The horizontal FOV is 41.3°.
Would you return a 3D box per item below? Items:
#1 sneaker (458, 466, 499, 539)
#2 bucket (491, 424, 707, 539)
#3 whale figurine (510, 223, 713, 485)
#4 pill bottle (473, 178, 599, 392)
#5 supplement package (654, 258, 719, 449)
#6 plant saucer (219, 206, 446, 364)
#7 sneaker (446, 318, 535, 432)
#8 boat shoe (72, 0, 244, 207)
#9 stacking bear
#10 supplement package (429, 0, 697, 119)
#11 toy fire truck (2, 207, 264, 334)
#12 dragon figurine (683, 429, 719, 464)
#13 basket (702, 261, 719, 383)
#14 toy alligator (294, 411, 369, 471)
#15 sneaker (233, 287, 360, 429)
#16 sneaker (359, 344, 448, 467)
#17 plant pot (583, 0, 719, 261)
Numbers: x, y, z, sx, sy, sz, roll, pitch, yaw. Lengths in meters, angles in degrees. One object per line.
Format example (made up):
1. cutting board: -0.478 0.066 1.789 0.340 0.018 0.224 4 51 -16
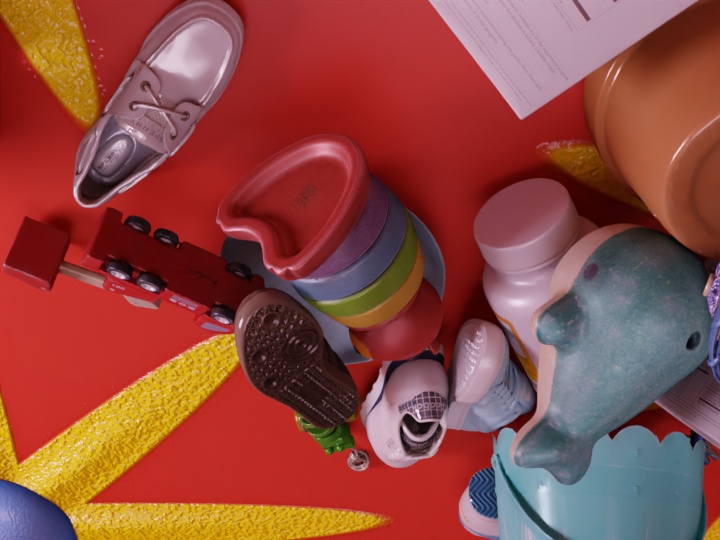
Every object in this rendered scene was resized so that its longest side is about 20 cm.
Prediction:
1. sneaker: 0.203 0.256 1.026 0.197 0.077 0.081 9 146 -6
2. bucket: 0.221 0.225 0.890 0.204 0.137 0.208 4 162 1
3. whale figurine: 0.188 0.068 0.700 0.158 0.103 0.202 28 88 -37
4. pill bottle: 0.169 0.024 0.808 0.110 0.112 0.201 -20 126 17
5. supplement package: 0.353 0.066 0.758 0.151 0.151 0.201 33 93 -26
6. plant saucer: -0.025 -0.002 0.840 0.198 0.039 0.203 1 128 1
7. sneaker: 0.123 0.097 0.868 0.081 0.075 0.200 6 159 -1
8. boat shoe: -0.156 -0.118 0.729 0.070 0.070 0.200 32 123 -21
9. stacking bear: 0.000 0.000 0.749 0.114 0.121 0.200 -46 133 -8
10. supplement package: 0.152 -0.215 0.614 0.199 0.115 0.109 -32 120 25
11. toy fire truck: -0.190 0.004 0.801 0.198 0.049 0.141 25 156 -19
12. dragon figurine: 0.328 0.108 0.905 0.098 0.059 0.201 -24 126 19
13. basket: 0.286 0.030 0.570 0.137 0.201 0.178 5 128 -2
14. toy alligator: -0.032 0.155 0.954 0.058 0.055 0.201 -15 127 14
15. sneaker: -0.063 0.064 0.788 0.070 0.076 0.201 -34 143 -5
16. sneaker: 0.045 0.151 0.916 0.075 0.081 0.201 -8 145 -8
17. plant pot: 0.269 -0.102 0.686 0.197 0.141 0.202 1 129 2
